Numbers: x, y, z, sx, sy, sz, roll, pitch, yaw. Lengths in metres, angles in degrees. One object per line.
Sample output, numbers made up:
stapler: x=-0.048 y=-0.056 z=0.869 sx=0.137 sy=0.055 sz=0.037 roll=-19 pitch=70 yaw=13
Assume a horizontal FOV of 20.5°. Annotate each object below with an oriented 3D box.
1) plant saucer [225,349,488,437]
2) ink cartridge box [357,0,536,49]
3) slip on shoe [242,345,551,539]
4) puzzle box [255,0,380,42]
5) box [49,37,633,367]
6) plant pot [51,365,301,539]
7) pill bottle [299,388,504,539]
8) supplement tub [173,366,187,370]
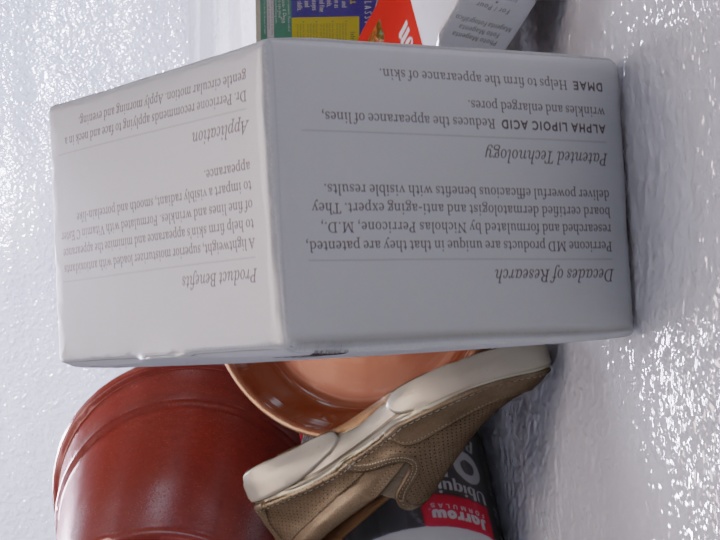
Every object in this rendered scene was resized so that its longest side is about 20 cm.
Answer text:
plant saucer: x=0.000 y=0.000 z=1.164 sx=0.032 sy=0.200 sz=0.201 roll=15 pitch=-113 yaw=-59
ink cartridge box: x=0.034 y=-0.153 z=1.070 sx=0.200 sy=0.057 sz=0.163 roll=-54 pitch=33 yaw=34
slip on shoe: x=0.025 y=0.098 z=1.076 sx=0.076 sy=0.200 sz=0.061 roll=-4 pitch=-112 yaw=-64
puzzle box: x=0.003 y=-0.095 z=1.209 sx=0.025 sy=0.133 sz=0.201 roll=-19 pitch=-71 yaw=-72
box: x=-0.012 y=-0.025 z=0.926 sx=0.199 sy=0.200 sz=0.131 roll=-7 pitch=85 yaw=54
plant pot: x=-0.108 y=0.182 z=1.223 sx=0.195 sy=0.200 sz=0.201 roll=-83 pitch=-5 yaw=-70
pill bottle: x=0.028 y=0.155 z=1.170 sx=0.111 sy=0.110 sz=0.200 roll=98 pitch=166 yaw=-47
supplement tub: x=-0.066 y=-0.034 z=1.320 sx=0.145 sy=0.200 sz=0.145 roll=46 pitch=-170 yaw=-10
